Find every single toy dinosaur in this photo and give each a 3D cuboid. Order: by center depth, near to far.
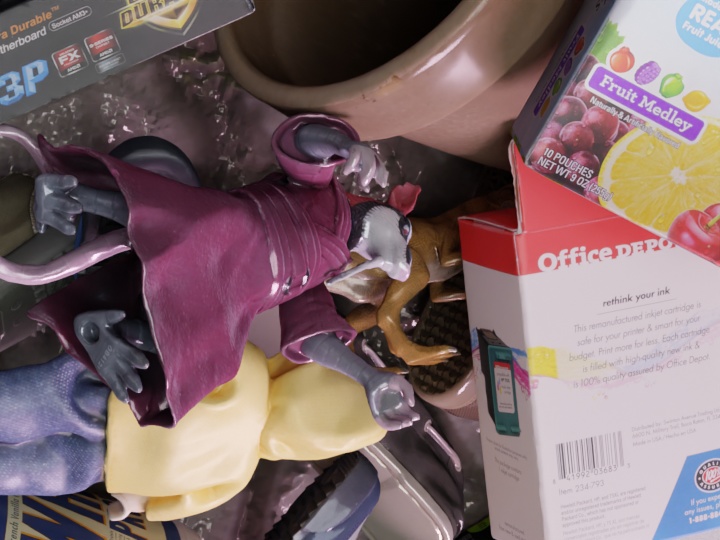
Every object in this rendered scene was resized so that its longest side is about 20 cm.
[{"bbox_3d":[0.000,0.000,1.034,0.199,0.060,0.107,-7,76,-19],"label":"toy dinosaur"}]

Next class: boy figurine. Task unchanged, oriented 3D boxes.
[{"bbox_3d":[-0.087,0.060,0.963,0.199,0.065,0.125,-6,125,-11],"label":"boy figurine"}]

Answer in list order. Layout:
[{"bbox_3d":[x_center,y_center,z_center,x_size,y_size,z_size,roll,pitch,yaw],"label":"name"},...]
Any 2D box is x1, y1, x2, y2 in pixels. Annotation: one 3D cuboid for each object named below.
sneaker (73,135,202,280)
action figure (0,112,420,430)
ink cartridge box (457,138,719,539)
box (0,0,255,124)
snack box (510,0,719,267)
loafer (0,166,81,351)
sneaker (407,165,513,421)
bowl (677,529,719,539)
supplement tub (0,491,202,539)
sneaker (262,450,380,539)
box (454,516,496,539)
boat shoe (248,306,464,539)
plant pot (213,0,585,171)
[{"bbox_3d":[-0.101,0.013,1.013,0.066,0.079,0.201,-9,127,-6],"label":"sneaker"},{"bbox_3d":[-0.052,-0.003,0.913,0.200,0.149,0.135,-17,117,-48],"label":"action figure"},{"bbox_3d":[0.115,0.026,0.998,0.116,0.067,0.201,-10,101,-21],"label":"ink cartridge box"},{"bbox_3d":[-0.156,-0.106,0.926,0.199,0.159,0.046,-25,111,-7],"label":"box"},{"bbox_3d":[0.171,-0.103,0.869,0.142,0.053,0.200,26,108,-12],"label":"snack box"},{"bbox_3d":[-0.207,0.017,0.981,0.200,0.070,0.075,-31,152,-32],"label":"loafer"},{"bbox_3d":[0.096,-0.014,1.096,0.075,0.070,0.200,26,99,-49],"label":"sneaker"},{"bbox_3d":[0.185,0.132,1.115,0.199,0.075,0.201,12,91,-22],"label":"bowl"},{"bbox_3d":[-0.185,0.166,1.019,0.199,0.145,0.145,20,102,-22],"label":"supplement tub"},{"bbox_3d":[-0.034,0.187,1.072,0.082,0.070,0.200,33,99,-5],"label":"sneaker"},{"bbox_3d":[0.092,0.186,1.170,0.199,0.035,0.110,-31,114,-5],"label":"box"},{"bbox_3d":[-0.011,0.065,1.094,0.067,0.057,0.200,-22,115,31],"label":"boat shoe"},{"bbox_3d":[0.058,-0.126,0.983,0.174,0.200,0.200,34,97,-42],"label":"plant pot"}]
